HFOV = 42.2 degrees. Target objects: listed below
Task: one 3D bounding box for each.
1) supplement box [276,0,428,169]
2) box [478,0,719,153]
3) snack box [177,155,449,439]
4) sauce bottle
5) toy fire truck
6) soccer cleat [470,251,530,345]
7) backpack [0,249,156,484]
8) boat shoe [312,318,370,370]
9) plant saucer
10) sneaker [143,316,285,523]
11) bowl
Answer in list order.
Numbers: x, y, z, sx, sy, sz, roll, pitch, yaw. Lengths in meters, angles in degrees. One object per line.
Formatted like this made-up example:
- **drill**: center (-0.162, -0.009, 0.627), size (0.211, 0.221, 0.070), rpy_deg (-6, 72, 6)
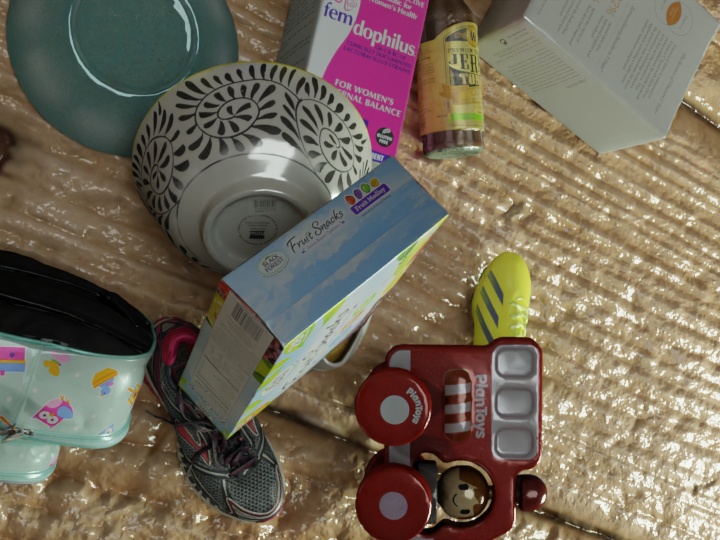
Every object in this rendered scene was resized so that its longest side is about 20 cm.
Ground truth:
- **supplement box**: center (-0.014, -0.194, 0.848), size (0.101, 0.103, 0.200), rpy_deg (15, 81, -22)
- **box**: center (0.241, -0.243, 0.962), size (0.200, 0.106, 0.152), rpy_deg (35, 74, -19)
- **snack box**: center (-0.042, 0.026, 0.700), size (0.068, 0.200, 0.169), rpy_deg (46, 58, 9)
- **sauce bottle**: center (0.084, -0.212, 0.912), size (0.065, 0.065, 0.200), rpy_deg (-5, 91, -25)
- **toy fire truck**: center (0.083, 0.160, 0.838), size (0.168, 0.112, 0.200), rpy_deg (-1, 89, 5)
- **soccer cleat**: center (0.140, 0.079, 0.917), size (0.065, 0.084, 0.200), rpy_deg (19, 81, -23)
- **backpack**: center (-0.259, 0.067, 0.689), size (0.200, 0.176, 0.153), rpy_deg (8, 102, -25)
- **boat shoe**: center (0.000, 0.000, 0.863), size (0.071, 0.070, 0.200), rpy_deg (31, 76, -20)
- **plant saucer**: center (-0.196, -0.200, 0.798), size (0.201, 0.039, 0.201), rpy_deg (1, 88, -24)
- **sneaker**: center (-0.127, 0.134, 0.799), size (0.081, 0.075, 0.200), rpy_deg (-35, 103, -21)
- **bowl**: center (-0.083, -0.057, 0.754), size (0.201, 0.094, 0.201), rpy_deg (-6, 132, -6)
